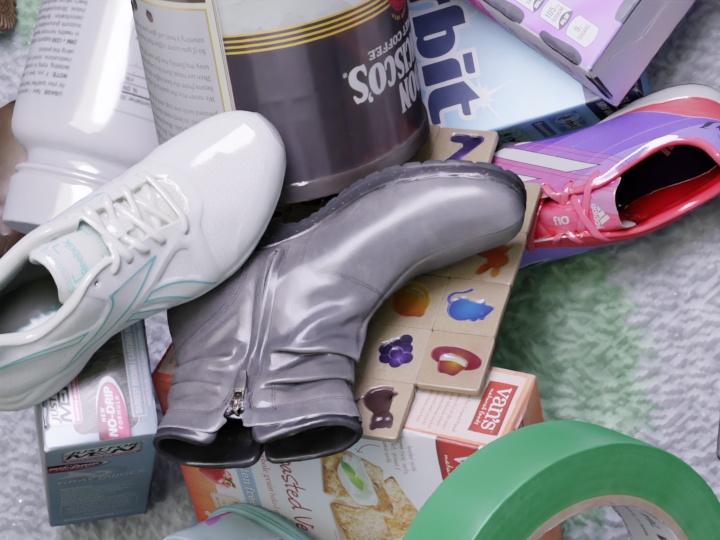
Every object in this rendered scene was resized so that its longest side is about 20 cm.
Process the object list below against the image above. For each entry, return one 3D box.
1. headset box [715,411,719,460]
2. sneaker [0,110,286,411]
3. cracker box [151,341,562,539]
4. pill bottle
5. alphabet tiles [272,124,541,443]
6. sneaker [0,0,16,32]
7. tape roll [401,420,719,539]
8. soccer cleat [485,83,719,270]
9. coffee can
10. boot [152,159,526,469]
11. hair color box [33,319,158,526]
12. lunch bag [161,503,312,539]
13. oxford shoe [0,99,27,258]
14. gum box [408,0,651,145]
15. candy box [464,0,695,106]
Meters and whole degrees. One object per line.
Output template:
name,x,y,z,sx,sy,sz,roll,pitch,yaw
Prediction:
headset box,0.264,0.026,1.165,0.148,0.077,0.202,2,80,22
sneaker,-0.117,-0.007,1.115,0.200,0.080,0.071,-40,76,-5
cracker box,0.000,0.100,1.218,0.199,0.135,0.058,10,48,23
pill bottle,-0.135,-0.112,1.331,0.113,0.113,0.202,12,83,23
alphabet tiles,0.000,0.000,1.204,0.165,0.006,0.201,6,54,20
sneaker,-0.285,-0.228,1.440,0.108,0.070,0.201,-17,76,15
tape roll,0.098,0.176,1.133,0.048,0.200,0.202,17,84,54
soccer cleat,0.109,-0.036,1.232,0.199,0.073,0.069,-22,113,13
coffee can,-0.050,-0.154,1.191,0.145,0.147,0.201,1,118,21
boot,-0.006,0.029,1.143,0.199,0.070,0.132,-17,51,16
hair color box,-0.146,0.068,1.248,0.060,0.200,0.100,-7,74,-9
lunch bag,-0.033,0.225,1.211,0.199,0.077,0.161,32,116,23
oxford shoe,-0.231,-0.011,1.364,0.072,0.084,0.201,16,83,25
gum box,0.050,-0.147,1.304,0.199,0.045,0.171,-16,73,18
candy box,0.102,-0.215,1.235,0.200,0.071,0.168,37,93,23
